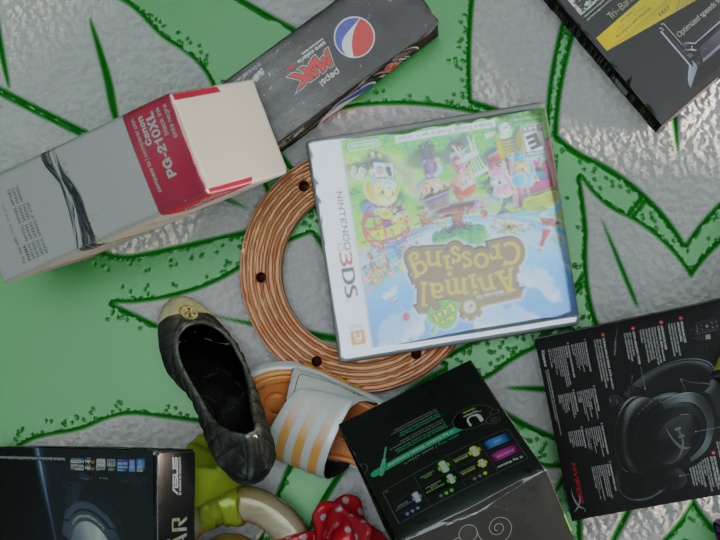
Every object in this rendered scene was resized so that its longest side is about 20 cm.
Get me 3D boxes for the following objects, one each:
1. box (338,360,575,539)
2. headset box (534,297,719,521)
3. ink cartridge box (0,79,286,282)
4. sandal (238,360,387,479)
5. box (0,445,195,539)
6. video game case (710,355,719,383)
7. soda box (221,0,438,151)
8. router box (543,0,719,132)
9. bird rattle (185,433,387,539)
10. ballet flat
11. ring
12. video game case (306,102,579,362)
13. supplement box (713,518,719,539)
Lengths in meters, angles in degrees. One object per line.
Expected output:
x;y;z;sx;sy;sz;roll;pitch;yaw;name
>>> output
0.082;0.190;1.610;0.123;0.200;0.149;-26;115;-4;box
0.252;0.104;1.661;0.198;0.077;0.150;-14;86;24;headset box
-0.181;-0.071;1.648;0.199;0.145;0.085;-22;90;25;ink cartridge box
-0.010;0.132;1.701;0.205;0.059;0.080;15;106;2;sandal
-0.214;0.219;1.664;0.199;0.043;0.162;-2;87;40;box
0.386;0.047;1.608;0.199;0.025;0.182;29;77;-11;video game case
-0.033;-0.164;1.724;0.199;0.063;0.071;-36;87;0;soda box
0.267;-0.238;1.724;0.200;0.052;0.158;-40;86;-1;router box
-0.084;0.226;1.709;0.199;0.113;0.164;33;100;-10;bird rattle
-0.110;0.085;1.674;0.066;0.057;0.201;-11;44;-21;ballet flat
0.000;0.000;1.737;0.198;0.019;0.203;0;86;2;ring
0.066;-0.031;1.717;0.198;0.022;0.184;-9;86;0;video game case
0.359;0.284;1.672;0.102;0.101;0.202;-17;86;1;supplement box
